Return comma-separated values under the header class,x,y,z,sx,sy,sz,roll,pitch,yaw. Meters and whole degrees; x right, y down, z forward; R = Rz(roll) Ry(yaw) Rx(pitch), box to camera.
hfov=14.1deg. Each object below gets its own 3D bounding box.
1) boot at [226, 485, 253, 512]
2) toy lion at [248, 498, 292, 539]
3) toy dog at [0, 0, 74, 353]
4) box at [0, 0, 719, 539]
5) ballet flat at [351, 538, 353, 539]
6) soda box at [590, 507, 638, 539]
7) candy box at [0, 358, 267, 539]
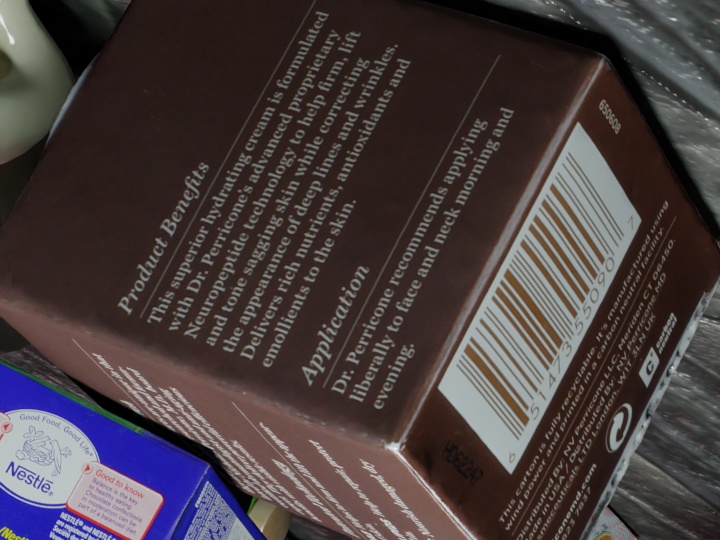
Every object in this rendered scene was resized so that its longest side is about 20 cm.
class,x,y,z,sx,sy,sz,roll,pitch,yaw
boot,-0.097,0.040,1.389,0.200,0.168,0.076,11,158,49
toy lion,-0.108,0.245,2.014,0.069,0.192,0.200,23,164,20
toy dog,-0.203,-0.051,1.262,0.139,0.194,0.200,29,176,34
box,0.000,0.000,1.097,0.200,0.166,0.164,20,164,31
ballet flat,-0.005,0.131,1.727,0.066,0.057,0.200,15,159,39
soda box,0.070,0.121,1.553,0.068,0.064,0.200,15,159,39
candy box,-0.129,0.097,1.201,0.169,0.077,0.200,26,167,14
